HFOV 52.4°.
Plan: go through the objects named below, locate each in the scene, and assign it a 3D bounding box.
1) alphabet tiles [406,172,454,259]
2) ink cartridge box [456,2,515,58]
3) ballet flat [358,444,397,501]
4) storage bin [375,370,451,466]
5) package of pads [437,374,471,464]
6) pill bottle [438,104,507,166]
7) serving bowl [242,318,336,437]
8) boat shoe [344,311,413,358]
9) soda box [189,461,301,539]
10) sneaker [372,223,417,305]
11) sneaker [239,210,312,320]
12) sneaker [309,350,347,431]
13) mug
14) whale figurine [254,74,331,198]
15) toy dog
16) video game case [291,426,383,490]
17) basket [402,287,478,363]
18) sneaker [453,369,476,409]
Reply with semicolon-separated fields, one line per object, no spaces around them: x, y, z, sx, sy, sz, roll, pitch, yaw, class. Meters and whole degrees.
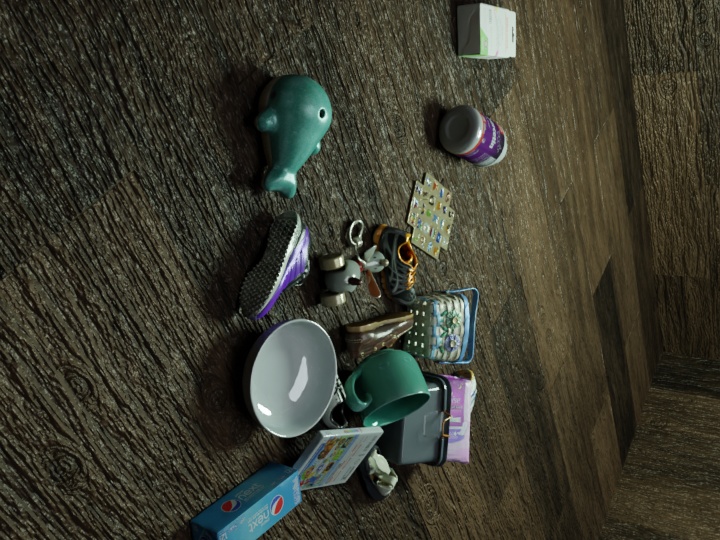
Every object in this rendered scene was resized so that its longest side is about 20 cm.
0.166;-0.126;1.710;0.199;0.006;0.170;28;72;-53;alphabet tiles
0.313;-0.584;1.801;0.198;0.066;0.120;-16;107;-52;ink cartridge box
0.038;0.431;1.554;0.073;0.072;0.202;-53;135;-36;ballet flat
0.114;0.333;1.601;0.133;0.144;0.205;1;94;-44;storage bin
0.196;0.348;1.711;0.118;0.075;0.205;6;84;-21;package of pads
0.277;-0.315;1.749;0.199;0.111;0.115;10;87;-55;pill bottle
-0.131;0.182;1.271;0.198;0.065;0.205;-6;98;-46;serving bowl
0.040;0.131;1.515;0.198;0.070;0.072;-12;97;-45;boat shoe
-0.187;0.403;1.229;0.199;0.067;0.066;-26;116;-51;soda box
0.087;-0.005;1.555;0.079;0.076;0.202;-54;136;-37;sneaker
-0.131;0.007;1.254;0.100;0.068;0.203;51;55;-48;sneaker
-0.061;0.208;1.374;0.073;0.079;0.204;-21;110;-49;sneaker
0.048;0.224;1.459;0.185;0.150;0.116;57;9;-64;mug
-0.109;-0.225;1.223;0.158;0.102;0.204;19;79;-54;whale figurine
0.000;0.000;1.415;0.200;0.095;0.134;-48;131;-40;toy dog
-0.052;0.358;1.396;0.199;0.018;0.144;13;117;-55;video game case
0.197;0.132;1.675;0.198;0.138;0.181;-3;97;-45;basket
0.249;0.349;1.835;0.201;0.074;0.089;-57;137;-32;sneaker
